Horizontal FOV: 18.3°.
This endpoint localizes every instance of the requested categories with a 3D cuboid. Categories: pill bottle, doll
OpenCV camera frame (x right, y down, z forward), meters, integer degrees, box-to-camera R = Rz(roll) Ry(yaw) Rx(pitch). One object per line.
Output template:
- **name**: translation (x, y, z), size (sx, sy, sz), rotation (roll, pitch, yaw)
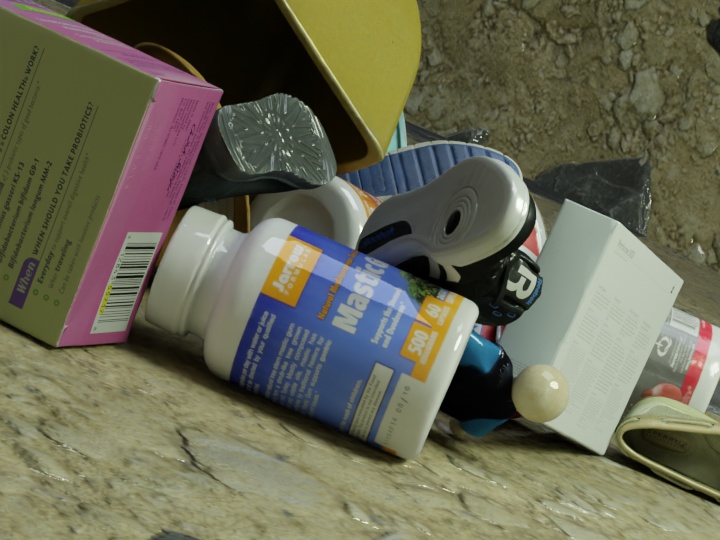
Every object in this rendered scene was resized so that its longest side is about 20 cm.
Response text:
- **pill bottle**: translation (0.197, 0.063, 1.876), size (0.199, 0.111, 0.111), rotation (23, 8, 0)
- **doll**: translation (0.052, 0.062, 1.542), size (0.199, 0.049, 0.137), rotation (19, -34, 27)
- **pill bottle**: translation (-0.033, 0.034, 1.444), size (0.199, 0.113, 0.112), rotation (23, 8, 3)
- **pill bottle**: translation (0.000, 0.000, 1.706), size (0.112, 0.113, 0.200), rotation (28, 2, 32)

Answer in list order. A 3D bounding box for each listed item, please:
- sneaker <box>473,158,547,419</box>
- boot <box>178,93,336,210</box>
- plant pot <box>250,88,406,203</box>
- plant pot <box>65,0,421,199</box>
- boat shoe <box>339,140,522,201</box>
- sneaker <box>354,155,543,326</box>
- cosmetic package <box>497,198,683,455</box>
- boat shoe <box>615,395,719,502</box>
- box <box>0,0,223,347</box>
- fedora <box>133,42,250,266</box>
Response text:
- **sneaker**: translation (0.092, 0.015, 1.684), size (0.071, 0.202, 0.112), rotation (-10, -3, 29)
- **boot**: translation (-0.135, -0.055, 1.518), size (0.199, 0.066, 0.165), rotation (-23, -12, 25)
- **plant pot**: translation (-0.088, -0.094, 1.892), size (0.187, 0.202, 0.200), rotation (1, 18, -29)
- **plant pot**: translation (-0.066, -0.198, 1.719), size (0.194, 0.200, 0.195), rotation (-13, -58, 37)
- **boat shoe**: translation (0.033, -0.053, 1.813), size (0.198, 0.073, 0.073), rotation (-5, 47, 0)
- **sneaker**: translation (0.087, -0.014, 1.454), size (0.111, 0.074, 0.200), rotation (28, -16, -21)
- **cosmetic package**: translation (0.166, 0.046, 1.653), size (0.051, 0.152, 0.200), rotation (27, -2, 25)
- **boat shoe**: translation (0.295, 0.153, 1.729), size (0.199, 0.074, 0.063), rotation (22, 15, 12)
- **box**: translation (-0.217, -0.073, 1.405), size (0.199, 0.177, 0.097), rotation (25, 9, 19)
- **fedora**: translation (-0.155, -0.065, 1.630), size (0.081, 0.202, 0.200), rotation (-21, 33, -29)
